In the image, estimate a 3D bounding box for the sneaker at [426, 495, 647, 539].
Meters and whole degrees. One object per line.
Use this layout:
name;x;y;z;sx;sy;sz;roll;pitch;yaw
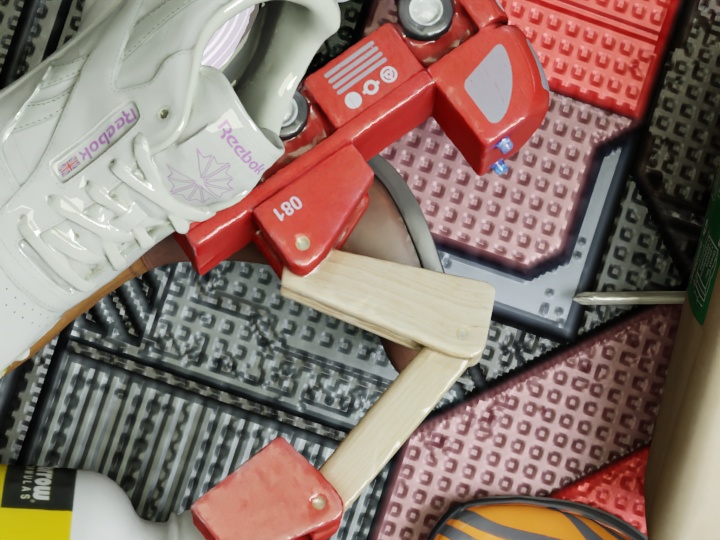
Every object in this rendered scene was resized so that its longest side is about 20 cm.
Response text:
sneaker;0.118;0.146;0.998;0.199;0.112;0.078;27;86;-4

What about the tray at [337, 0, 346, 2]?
tray;-0.052;-0.191;0.930;0.107;0.022;0.201;5;114;8

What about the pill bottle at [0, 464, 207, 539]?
pill bottle;-0.147;0.126;0.976;0.199;0.112;0.113;4;88;-5

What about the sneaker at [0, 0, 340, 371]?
sneaker;-0.086;-0.038;0.896;0.200;0.100;0.075;-52;131;-5

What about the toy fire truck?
toy fire truck;0.000;0.000;0.952;0.200;0.049;0.141;-35;80;-8

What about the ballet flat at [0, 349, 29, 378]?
ballet flat;-0.183;0.047;0.931;0.200;0.064;0.076;-41;113;-37

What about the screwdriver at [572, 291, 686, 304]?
screwdriver;0.183;0.014;1.048;0.199;0.028;0.029;-5;74;-6

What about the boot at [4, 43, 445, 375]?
boot;-0.080;-0.001;1.008;0.199;0.068;0.189;-30;91;-4

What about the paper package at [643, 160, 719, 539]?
paper package;0.216;0.028;0.992;0.190;0.104;0.201;13;104;-4
